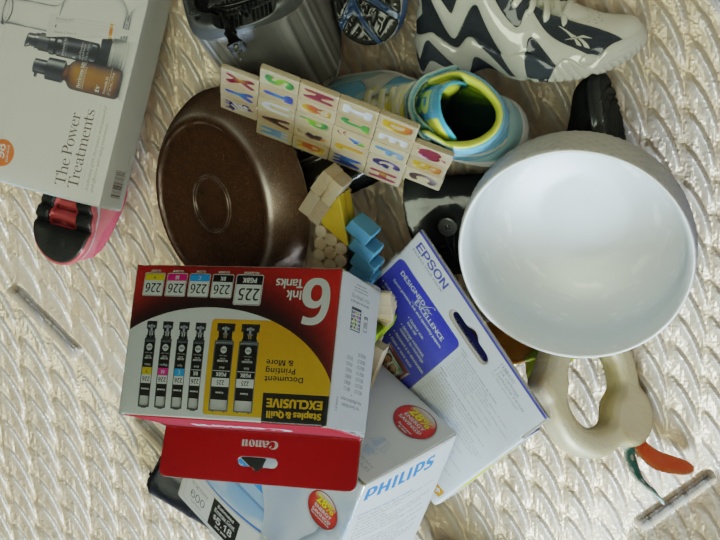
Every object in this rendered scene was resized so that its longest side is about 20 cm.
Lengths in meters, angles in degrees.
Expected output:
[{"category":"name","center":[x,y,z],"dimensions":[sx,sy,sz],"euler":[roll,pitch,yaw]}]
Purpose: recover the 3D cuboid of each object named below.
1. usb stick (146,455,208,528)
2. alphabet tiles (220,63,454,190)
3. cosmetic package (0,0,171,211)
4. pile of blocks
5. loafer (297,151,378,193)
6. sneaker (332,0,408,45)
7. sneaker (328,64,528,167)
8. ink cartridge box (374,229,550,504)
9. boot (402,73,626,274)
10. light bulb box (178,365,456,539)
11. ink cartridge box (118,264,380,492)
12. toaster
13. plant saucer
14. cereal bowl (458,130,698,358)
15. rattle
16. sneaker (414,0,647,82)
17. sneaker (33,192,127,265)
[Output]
[{"category":"usb stick","center":[-0.124,0.247,1.749],"dimensions":[0.199,0.033,0.056],"euler":[30,110,3]},{"category":"alphabet tiles","center":[-0.022,-0.116,1.424],"dimensions":[0.199,0.166,0.006],"euler":[21,76,0]},{"category":"cosmetic package","center":[-0.267,-0.168,1.563],"dimensions":[0.150,0.052,0.202],"euler":[14,91,19]},{"category":"pile of blocks","center":[0.000,0.000,1.517],"dimensions":[0.081,0.062,0.202],"euler":[5,113,23]},{"category":"loafer","center":[0.000,-0.113,1.549],"dimensions":[0.199,0.073,0.072],"euler":[-20,85,15]},{"category":"sneaker","center":[0.005,-0.289,1.468],"dimensions":[0.075,0.077,0.202],"euler":[0,93,14]},{"category":"sneaker","center":[0.035,-0.134,1.434],"dimensions":[0.198,0.131,0.080],"euler":[4,86,12]},{"category":"ink cartridge box","center":[0.071,0.085,1.554],"dimensions":[0.198,0.047,0.200],"euler":[56,138,9]},{"category":"boot","center":[0.132,-0.081,1.523],"dimensions":[0.199,0.066,0.166],"euler":[-4,109,23]},{"category":"light bulb box","center":[-0.044,0.178,1.589],"dimensions":[0.198,0.124,0.201],"euler":[41,132,27]},{"category":"ink cartridge box","center":[-0.095,0.090,1.468],"dimensions":[0.199,0.084,0.177],"euler":[1,79,25]},{"category":"toaster","center":[-0.080,-0.228,1.449],"dimensions":[0.113,0.201,0.129],"euler":[-17,147,12]},{"category":"plant saucer","center":[-0.124,-0.063,1.568],"dimensions":[0.199,0.034,0.202],"euler":[19,117,42]},{"category":"cereal bowl","center":[0.182,-0.031,1.447],"dimensions":[0.198,0.084,0.201],"euler":[6,123,9]},{"category":"rattle","center":[0.194,0.132,1.586],"dimensions":[0.142,0.131,0.200],"euler":[-21,131,34]},{"category":"sneaker","center":[0.135,-0.231,1.445],"dimensions":[0.198,0.080,0.130],"euler":[4,122,26]},{"category":"sneaker","center":[-0.247,-0.103,1.624],"dimensions":[0.073,0.087,0.202],"euler":[18,92,16]}]
